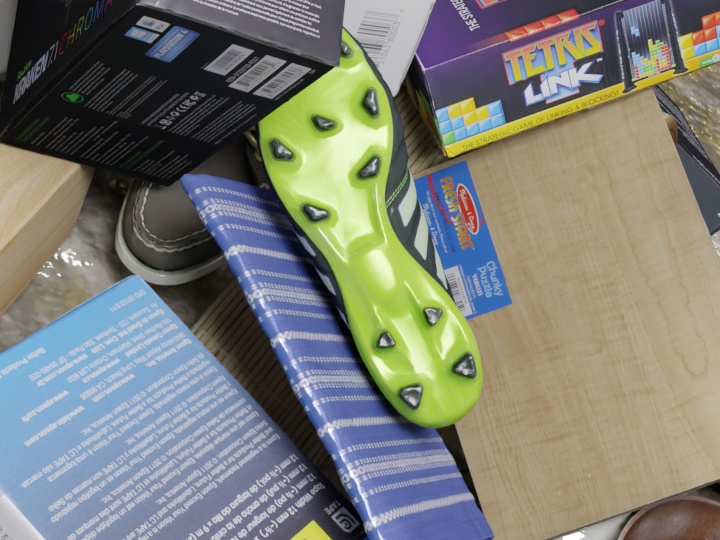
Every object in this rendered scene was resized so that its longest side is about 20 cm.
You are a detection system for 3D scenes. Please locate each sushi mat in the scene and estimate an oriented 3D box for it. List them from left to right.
[{"bbox_3d":[0.000,0.000,0.841,0.096,0.012,0.200,38,65,2],"label":"sushi mat"}]

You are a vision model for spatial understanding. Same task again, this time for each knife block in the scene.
[{"bbox_3d":[-0.179,0.001,0.708,0.199,0.064,0.176,0,39,-39],"label":"knife block"}]

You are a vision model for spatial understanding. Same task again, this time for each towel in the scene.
[{"bbox_3d":[-0.009,0.050,0.746,0.201,0.024,0.145,61,14,13],"label":"towel"}]

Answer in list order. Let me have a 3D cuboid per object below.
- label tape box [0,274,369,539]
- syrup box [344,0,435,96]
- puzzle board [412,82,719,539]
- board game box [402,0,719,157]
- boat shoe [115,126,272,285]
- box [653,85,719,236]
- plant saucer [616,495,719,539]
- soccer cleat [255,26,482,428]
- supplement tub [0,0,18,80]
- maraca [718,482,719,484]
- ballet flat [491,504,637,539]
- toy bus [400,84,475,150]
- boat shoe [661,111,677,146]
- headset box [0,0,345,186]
[{"bbox_3d":[-0.084,0.113,0.687,0.200,0.066,0.143,47,38,7],"label":"label tape box"},{"bbox_3d":[-0.019,-0.192,0.825,0.081,0.079,0.201,5,53,-16],"label":"syrup box"},{"bbox_3d":[0.108,0.023,0.810,0.017,0.150,0.201,40,30,-69],"label":"puzzle board"},{"bbox_3d":[0.091,-0.154,0.878,0.164,0.057,0.200,-19,34,-3],"label":"board game box"},{"bbox_3d":[-0.055,-0.077,0.830,0.072,0.060,0.202,35,58,5],"label":"boat shoe"},{"bbox_3d":[0.136,-0.106,1.025,0.200,0.079,0.141,39,18,-28],"label":"box"},{"bbox_3d":[0.181,0.209,0.794,0.200,0.034,0.201,26,46,-29],"label":"plant saucer"},{"bbox_3d":[0.000,-0.021,0.753,0.081,0.067,0.201,165,-96,-86],"label":"soccer cleat"},{"bbox_3d":[-0.129,-0.172,0.897,0.199,0.141,0.141,-11,57,-45],"label":"supplement tub"},{"bbox_3d":[0.238,0.081,0.918,0.200,0.106,0.138,-38,117,-75],"label":"maraca"},{"bbox_3d":[0.127,0.112,0.847,0.068,0.075,0.200,45,38,10],"label":"ballet flat"},{"bbox_3d":[-0.007,-0.121,0.990,0.065,0.078,0.200,-11,58,-45],"label":"toy bus"},{"bbox_3d":[0.124,-0.035,0.923,0.063,0.200,0.073,36,63,10],"label":"boat shoe"},{"bbox_3d":[-0.080,-0.164,0.724,0.092,0.174,0.201,15,70,-27],"label":"headset box"}]
